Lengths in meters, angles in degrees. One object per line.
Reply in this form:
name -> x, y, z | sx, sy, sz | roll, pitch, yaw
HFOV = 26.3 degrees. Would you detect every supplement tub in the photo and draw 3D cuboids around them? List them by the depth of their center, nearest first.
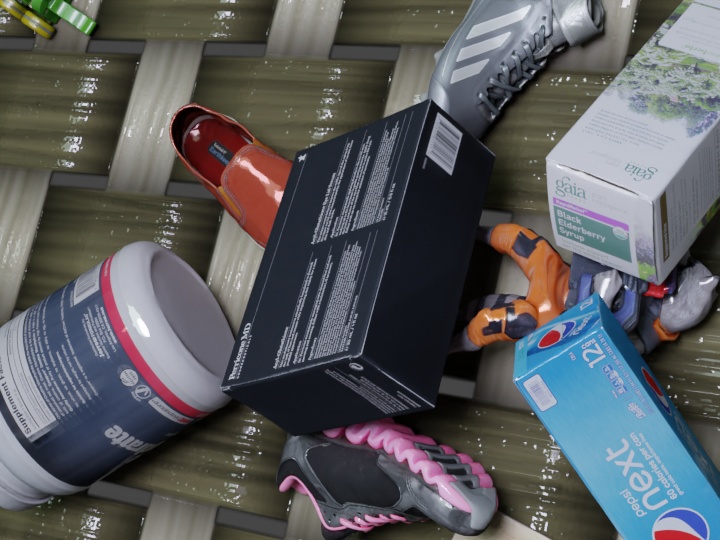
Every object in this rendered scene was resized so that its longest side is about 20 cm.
supplement tub -> -0.204, 0.082, 1.163 | 0.200, 0.140, 0.141 | -31, 62, 15

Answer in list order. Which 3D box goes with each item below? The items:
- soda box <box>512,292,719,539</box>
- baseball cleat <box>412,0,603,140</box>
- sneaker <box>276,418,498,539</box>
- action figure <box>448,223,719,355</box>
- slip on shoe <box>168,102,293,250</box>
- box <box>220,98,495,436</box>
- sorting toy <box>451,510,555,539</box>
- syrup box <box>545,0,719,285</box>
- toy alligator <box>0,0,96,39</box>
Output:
soda box -> 0.173, 0.118, 0.935 | 0.064, 0.068, 0.200 | -32, 101, 14
baseball cleat -> 0.113, -0.161, 1.122 | 0.106, 0.070, 0.201 | 16, 82, 31
sneaker -> 0.012, 0.152, 1.065 | 0.200, 0.079, 0.096 | 23, 92, 47
action figure -> 0.152, -0.003, 1.056 | 0.193, 0.105, 0.200 | 7, 49, 22
slip on shoe -> -0.080, -0.067, 1.196 | 0.200, 0.061, 0.074 | 40, 92, 30
box -> 0.000, 0.000, 1.046 | 0.141, 0.079, 0.201 | -14, 49, 43
sorting toy -> 0.103, 0.274, 0.981 | 0.199, 0.070, 0.199 | 24, 85, 32
syrup box -> 0.207, -0.092, 0.996 | 0.079, 0.082, 0.200 | 23, 58, 32
toy alligator -> -0.312, -0.266, 1.385 | 0.200, 0.054, 0.059 | 36, 91, 32
